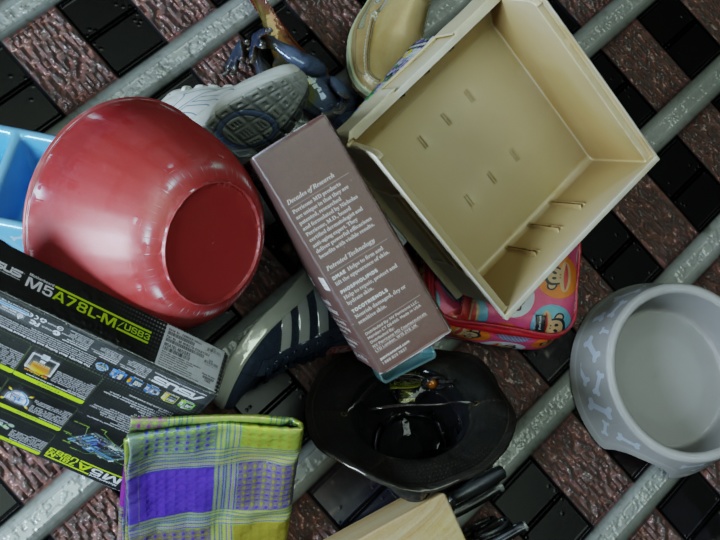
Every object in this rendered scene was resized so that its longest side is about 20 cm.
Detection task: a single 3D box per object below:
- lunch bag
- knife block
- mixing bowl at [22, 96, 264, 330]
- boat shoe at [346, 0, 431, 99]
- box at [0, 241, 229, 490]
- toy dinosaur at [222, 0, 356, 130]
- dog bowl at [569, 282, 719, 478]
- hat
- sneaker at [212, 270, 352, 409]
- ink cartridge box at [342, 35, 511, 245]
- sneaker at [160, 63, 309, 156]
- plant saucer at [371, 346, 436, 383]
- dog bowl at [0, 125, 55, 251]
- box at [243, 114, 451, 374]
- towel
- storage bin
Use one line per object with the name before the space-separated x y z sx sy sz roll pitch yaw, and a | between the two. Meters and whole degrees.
lunch bag | 0.121 -0.030 1.034 0.175 0.082 0.201 8 72 -9
knife block | 0.045 0.228 0.943 0.199 0.064 0.176 24 73 -16
mixing bowl | -0.148 -0.031 0.836 0.200 0.108 0.201 -18 114 -46
boat shoe | 0.037 -0.251 1.035 0.071 0.076 0.201 24 54 -18
box | -0.233 0.082 0.829 0.200 0.193 0.048 28 48 -18
toy dinosaur | -0.030 -0.176 1.026 0.181 0.105 0.201 23 60 -28
dog bowl | 0.311 0.104 1.059 0.199 0.059 0.201 3 76 -14
hat | 0.042 0.148 0.944 0.200 0.201 0.081 -10 122 -17
sneaker | -0.047 0.061 0.963 0.084 0.075 0.200 40 69 2
ink cartridge box | 0.032 -0.100 0.963 0.109 0.050 0.200 43 81 -18
sneaker | -0.140 -0.136 0.954 0.199 0.075 0.087 -26 55 7
plant saucer | 0.000 0.000 0.958 0.070 0.019 0.201 -22 86 -38
dog bowl | -0.293 -0.067 0.882 0.199 0.050 0.112 11 60 0
box | -0.013 -0.021 0.869 0.075 0.100 0.200 -30 96 -8
towel | -0.123 0.190 0.864 0.143 0.200 0.023 1 41 -14
storage bin | 0.114 -0.104 0.916 0.200 0.094 0.199 -45 110 -11
